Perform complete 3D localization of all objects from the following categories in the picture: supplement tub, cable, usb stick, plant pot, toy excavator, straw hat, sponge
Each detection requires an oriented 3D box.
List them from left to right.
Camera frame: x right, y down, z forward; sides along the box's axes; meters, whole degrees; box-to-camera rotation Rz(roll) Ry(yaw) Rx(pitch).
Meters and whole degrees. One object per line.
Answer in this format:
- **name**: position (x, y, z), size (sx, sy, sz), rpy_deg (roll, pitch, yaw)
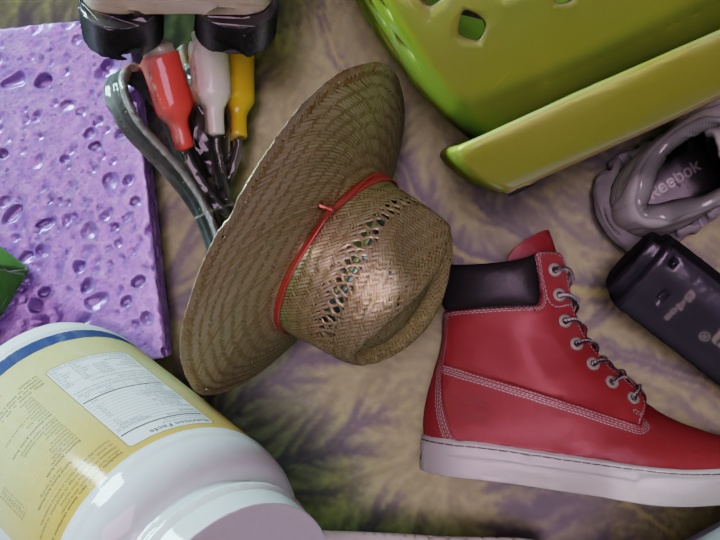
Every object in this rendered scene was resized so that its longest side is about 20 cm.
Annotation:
- **sponge**: position (-0.176, -0.044, 0.913), size (0.110, 0.030, 0.203), rpy_deg (-6, 89, 4)
- **toy excavator**: position (-0.134, -0.223, 0.868), size (0.192, 0.100, 0.202), rpy_deg (0, 50, -3)
- **supplement tub**: position (-0.121, 0.129, 0.807), size (0.199, 0.144, 0.145), rpy_deg (31, 90, 43)
- **cable**: position (-0.084, -0.053, 0.884), size (0.050, 0.096, 0.202), rpy_deg (-24, 80, 47)
- **straw hat**: position (0.000, 0.000, 0.813), size (0.085, 0.201, 0.202), rpy_deg (30, 90, 20)
- **plant pot**: position (0.100, -0.152, 0.823), size (0.197, 0.200, 0.183), rpy_deg (-23, 93, 1)
- **usb stick**: position (0.226, 0.053, 0.863), size (0.199, 0.033, 0.056), rpy_deg (37, 127, -7)

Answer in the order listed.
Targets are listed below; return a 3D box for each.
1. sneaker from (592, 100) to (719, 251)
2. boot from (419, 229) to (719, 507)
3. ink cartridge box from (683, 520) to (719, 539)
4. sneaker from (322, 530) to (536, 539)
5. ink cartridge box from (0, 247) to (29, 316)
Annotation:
- **sneaker**: position (0.223, -0.081, 0.868), size (0.199, 0.081, 0.075), rpy_deg (-38, 85, 0)
- **boot**: position (0.138, 0.054, 0.874), size (0.197, 0.072, 0.146), rpy_deg (7, 87, 7)
- **ink cartridge box**: position (0.199, 0.254, 0.805), size (0.147, 0.144, 0.201), rpy_deg (-35, 86, 26)
- **sneaker**: position (0.007, 0.205, 0.871), size (0.197, 0.077, 0.113), rpy_deg (3, 79, -3)
- **ink cartridge box**: position (-0.302, -0.013, 0.889), size (0.199, 0.059, 0.104), rpy_deg (35, 97, 11)
